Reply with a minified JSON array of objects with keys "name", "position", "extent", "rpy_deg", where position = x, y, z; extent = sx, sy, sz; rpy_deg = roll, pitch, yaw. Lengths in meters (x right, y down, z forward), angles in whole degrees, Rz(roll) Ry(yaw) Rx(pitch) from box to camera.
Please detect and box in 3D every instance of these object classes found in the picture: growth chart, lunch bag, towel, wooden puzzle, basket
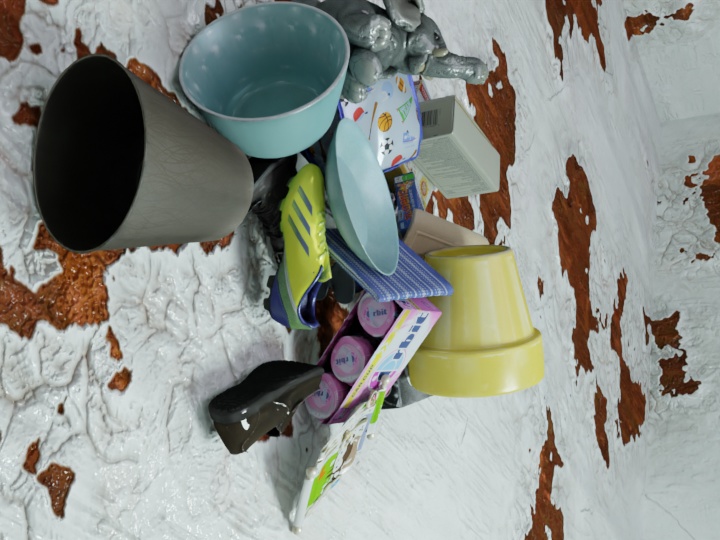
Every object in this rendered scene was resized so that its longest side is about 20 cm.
[{"name":"growth chart","position":[-0.026,0.242,1.215],"extent":[0.200,0.018,0.146],"rpy_deg":[-46,155,-40]},{"name":"lunch bag","position":[-0.010,-0.226,1.280],"extent":[0.169,0.123,0.203],"rpy_deg":[-26,99,-41]},{"name":"towel","position":[0.028,-0.007,1.223],"extent":[0.199,0.145,0.024],"rpy_deg":[-3,130,-57]},{"name":"wooden puzzle","position":[0.101,0.020,1.422],"extent":[0.184,0.037,0.203],"rpy_deg":[17,96,-44]},{"name":"basket","position":[-0.205,-0.099,0.930],"extent":[0.199,0.134,0.184],"rpy_deg":[10,80,-64]}]

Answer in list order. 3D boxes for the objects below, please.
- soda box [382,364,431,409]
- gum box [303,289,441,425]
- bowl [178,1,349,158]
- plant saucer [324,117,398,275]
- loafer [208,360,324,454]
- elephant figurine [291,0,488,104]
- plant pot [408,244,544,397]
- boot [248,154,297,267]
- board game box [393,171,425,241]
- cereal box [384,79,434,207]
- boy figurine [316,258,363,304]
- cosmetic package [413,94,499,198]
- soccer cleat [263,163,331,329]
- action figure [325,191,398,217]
[{"name":"soda box","position":[0.076,0.168,1.460],"extent":[0.199,0.062,0.072],"rpy_deg":[-5,90,-62]},{"name":"gum box","position":[0.009,0.115,1.244],"extent":[0.201,0.066,0.113],"rpy_deg":[-57,153,14]},{"name":"bowl","position":[-0.105,-0.211,1.097],"extent":[0.106,0.197,0.203],"rpy_deg":[80,21,-54]},{"name":"plant saucer","position":[-0.005,-0.088,1.166],"extent":[0.201,0.038,0.204],"rpy_deg":[-15,90,-72]},{"name":"loafer","position":[-0.112,0.162,1.121],"extent":[0.199,0.072,0.073],"rpy_deg":[-22,114,-55]},{"name":"elephant figurine","position":[0.042,-0.289,1.171],"extent":[0.198,0.141,0.158],"rpy_deg":[-24,111,-34]},{"name":"plant pot","position":[0.162,0.065,1.351],"extent":[0.200,0.198,0.192],"rpy_deg":[-19,105,-60]},{"name":"boot","position":[-0.108,-0.064,1.165],"extent":[0.201,0.068,0.176],"rpy_deg":[-53,138,-42]},{"name":"board game box","position":[0.099,-0.038,1.500],"extent":[0.137,0.034,0.202],"rpy_deg":[-92,165,-48]},{"name":"cereal box","position":[0.092,-0.207,1.579],"extent":[0.145,0.039,0.201],"rpy_deg":[62,35,-35]},{"name":"boy figurine","position":[0.000,0.000,1.289],"extent":[0.200,0.122,0.066],"rpy_deg":[-26,121,-65]},{"name":"cosmetic package","position":[0.149,-0.199,1.535],"extent":[0.200,0.102,0.074],"rpy_deg":[38,52,-54]},{"name":"soccer cleat","position":[-0.062,-0.026,1.128],"extent":[0.064,0.083,0.204],"rpy_deg":[-9,113,-59]},{"name":"action figure","position":[-0.003,-0.128,1.353],"extent":[0.130,0.069,0.202],"rpy_deg":[38,42,-30]}]
